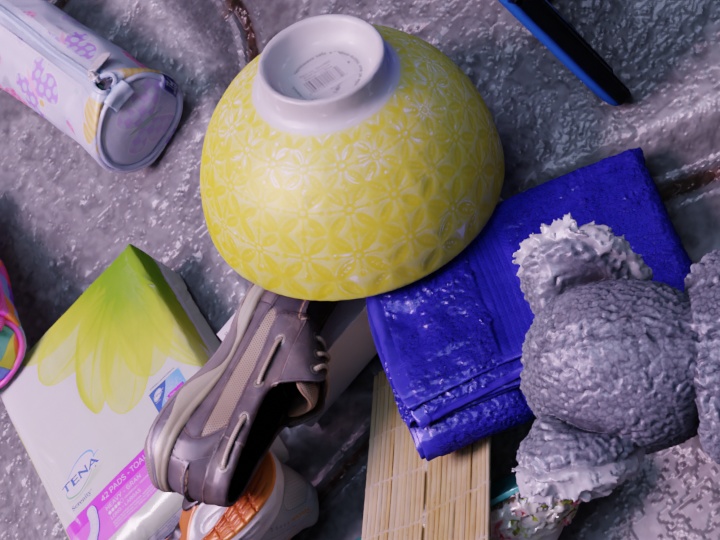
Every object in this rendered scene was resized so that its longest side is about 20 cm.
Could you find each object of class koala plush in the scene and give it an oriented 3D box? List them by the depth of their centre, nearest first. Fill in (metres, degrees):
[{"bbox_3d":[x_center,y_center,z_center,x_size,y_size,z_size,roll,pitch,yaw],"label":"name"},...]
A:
[{"bbox_3d":[0.176,0.049,0.930,0.197,0.184,0.180,3,71,6],"label":"koala plush"}]

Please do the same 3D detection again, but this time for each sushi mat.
[{"bbox_3d":[0.041,0.118,1.078,0.095,0.012,0.201,-26,35,24],"label":"sushi mat"}]

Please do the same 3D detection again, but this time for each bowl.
[{"bbox_3d":[-0.015,-0.092,1.092,0.197,0.108,0.202,-8,48,8],"label":"bowl"}]

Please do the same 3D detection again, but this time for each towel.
[{"bbox_3d":[0.102,0.014,1.068,0.198,0.050,0.149,-22,57,3],"label":"towel"}]

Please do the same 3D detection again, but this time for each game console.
[{"bbox_3d":[0.115,-0.223,1.089,0.118,0.200,0.171,-45,56,11],"label":"game console"}]

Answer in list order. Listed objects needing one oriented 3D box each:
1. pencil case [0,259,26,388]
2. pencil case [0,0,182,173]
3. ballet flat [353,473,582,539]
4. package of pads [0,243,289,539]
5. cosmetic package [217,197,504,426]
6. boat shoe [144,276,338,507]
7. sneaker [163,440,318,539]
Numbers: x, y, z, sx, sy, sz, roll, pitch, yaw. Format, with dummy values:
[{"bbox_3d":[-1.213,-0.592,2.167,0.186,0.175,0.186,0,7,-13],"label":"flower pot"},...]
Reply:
[{"bbox_3d":[-0.300,0.010,1.308,0.088,0.088,0.200,-45,36,11],"label":"pencil case"},{"bbox_3d":[-0.224,-0.150,1.346,0.199,0.090,0.084,34,93,37],"label":"pencil case"},{"bbox_3d":[0.069,0.167,1.075,0.199,0.076,0.064,-27,92,27],"label":"ballet flat"},{"bbox_3d":[-0.156,0.106,1.224,0.154,0.068,0.201,-44,52,12],"label":"package of pads"},{"bbox_3d":[0.000,0.000,1.175,0.200,0.051,0.083,-49,55,9],"label":"cosmetic package"},{"bbox_3d":[-0.051,0.065,1.099,0.073,0.075,0.201,27,70,22],"label":"boat shoe"},{"bbox_3d":[-0.102,0.201,1.144,0.200,0.092,0.076,-44,50,13],"label":"sneaker"}]
